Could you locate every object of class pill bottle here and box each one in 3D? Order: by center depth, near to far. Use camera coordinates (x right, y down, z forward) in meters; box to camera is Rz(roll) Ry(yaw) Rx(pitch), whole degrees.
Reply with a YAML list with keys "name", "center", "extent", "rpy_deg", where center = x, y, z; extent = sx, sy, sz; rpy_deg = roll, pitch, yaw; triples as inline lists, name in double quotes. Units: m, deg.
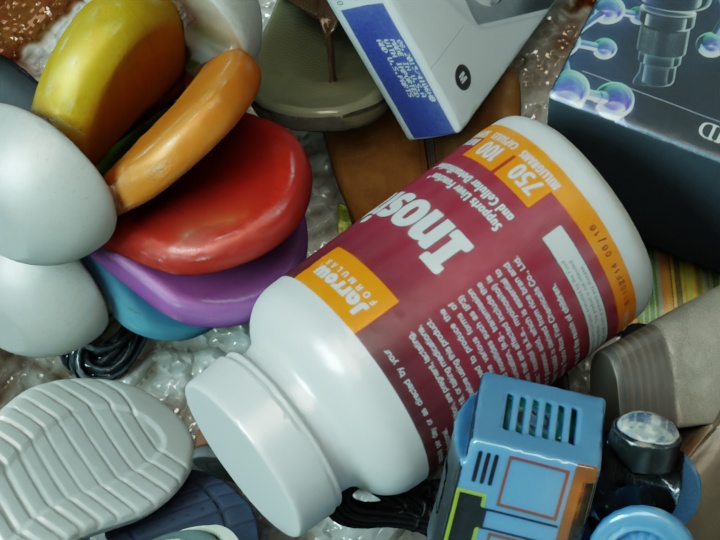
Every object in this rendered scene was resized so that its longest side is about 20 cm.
- name: "pill bottle"
  center: [0.025, 0.028, 1.278]
  extent: [0.200, 0.113, 0.113]
  rpy_deg: [-36, 70, -15]

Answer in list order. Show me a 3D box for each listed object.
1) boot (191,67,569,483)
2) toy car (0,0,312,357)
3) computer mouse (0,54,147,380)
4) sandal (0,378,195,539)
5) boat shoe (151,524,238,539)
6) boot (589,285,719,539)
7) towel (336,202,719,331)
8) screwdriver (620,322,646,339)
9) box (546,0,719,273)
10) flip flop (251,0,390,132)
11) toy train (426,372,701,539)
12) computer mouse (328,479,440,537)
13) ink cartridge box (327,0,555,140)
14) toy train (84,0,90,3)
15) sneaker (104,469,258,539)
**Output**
- name: "boot"
  center: [0.000, 0.000, 1.374]
  extent: [0.188, 0.069, 0.201]
  rpy_deg: [-11, 72, 3]
- name: "toy car"
  center: [-0.091, -0.039, 1.308]
  extent: [0.150, 0.200, 0.175]
  rpy_deg: [32, 61, 10]
- name: "computer mouse"
  center: [-0.164, -0.051, 1.432]
  extent: [0.200, 0.053, 0.139]
  rpy_deg: [36, 77, 17]
- name: "sandal"
  center: [-0.155, 0.107, 1.306]
  extent: [0.082, 0.050, 0.203]
  rpy_deg: [46, 37, 10]
- name: "boat shoe"
  center: [-0.124, 0.170, 1.273]
  extent: [0.062, 0.200, 0.073]
  rpy_deg: [5, 62, -41]
- name: "boot"
  center: [0.178, 0.103, 1.324]
  extent: [0.146, 0.070, 0.201]
  rpy_deg: [-7, 106, -24]
- name: "towel"
  center: [0.089, -0.006, 1.408]
  extent: [0.199, 0.018, 0.086]
  rpy_deg: [-6, 67, 3]
- name: "screwdriver"
  center: [0.111, 0.119, 1.355]
  extent: [0.029, 0.028, 0.201]
  rpy_deg: [25, 73, -16]
- name: "box"
  center: [0.194, -0.108, 1.376]
  extent: [0.148, 0.107, 0.200]
  rpy_deg: [21, 65, 13]
- name: "flip flop"
  center: [-0.008, -0.144, 1.419]
  extent: [0.081, 0.058, 0.200]
  rpy_deg: [5, 49, 18]
- name: "toy train"
  center: [0.079, 0.144, 1.235]
  extent: [0.114, 0.087, 0.201]
  rpy_deg: [14, 115, 3]
- name: "computer mouse"
  center: [0.027, 0.194, 1.313]
  extent: [0.109, 0.044, 0.201]
  rpy_deg: [14, 70, -28]
- name: "ink cartridge box"
  center: [0.036, -0.201, 1.372]
  extent: [0.041, 0.200, 0.200]
  rpy_deg: [-5, 38, 40]
- name: "toy train"
  center: [-0.051, -0.188, 1.443]
  extent: [0.056, 0.200, 0.150]
  rpy_deg: [48, 52, -21]
- name: "sneaker"
  center: [-0.065, 0.173, 1.323]
  extent: [0.074, 0.082, 0.200]
  rpy_deg: [-17, 44, -19]
